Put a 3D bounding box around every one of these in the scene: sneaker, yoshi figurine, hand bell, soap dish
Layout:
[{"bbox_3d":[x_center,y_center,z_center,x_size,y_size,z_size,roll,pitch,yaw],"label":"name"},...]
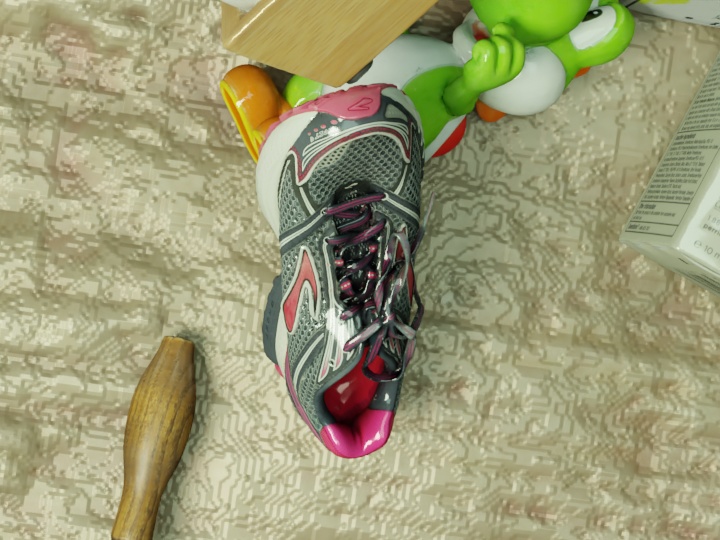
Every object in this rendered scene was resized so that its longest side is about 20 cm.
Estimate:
[{"bbox_3d":[0.000,0.000,0.792,0.080,0.075,0.200,-13,136,-14],"label":"sneaker"},{"bbox_3d":[0.035,-0.109,0.831,0.200,0.112,0.113,-23,87,-7],"label":"yoshi figurine"},{"bbox_3d":[-0.113,0.130,0.845,0.104,0.104,0.200,13,78,-5],"label":"hand bell"},{"bbox_3d":[0.006,-0.178,0.768,0.157,0.200,0.081,-40,116,18],"label":"soap dish"}]

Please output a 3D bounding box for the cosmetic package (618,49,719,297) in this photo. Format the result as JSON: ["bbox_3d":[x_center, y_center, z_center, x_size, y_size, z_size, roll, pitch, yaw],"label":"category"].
[{"bbox_3d":[0.220,-0.080,0.849,0.087,0.103,0.200,28,91,-7],"label":"cosmetic package"}]

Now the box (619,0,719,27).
[{"bbox_3d":[0.182,-0.225,0.834,0.060,0.117,0.200,10,91,-5],"label":"box"}]
